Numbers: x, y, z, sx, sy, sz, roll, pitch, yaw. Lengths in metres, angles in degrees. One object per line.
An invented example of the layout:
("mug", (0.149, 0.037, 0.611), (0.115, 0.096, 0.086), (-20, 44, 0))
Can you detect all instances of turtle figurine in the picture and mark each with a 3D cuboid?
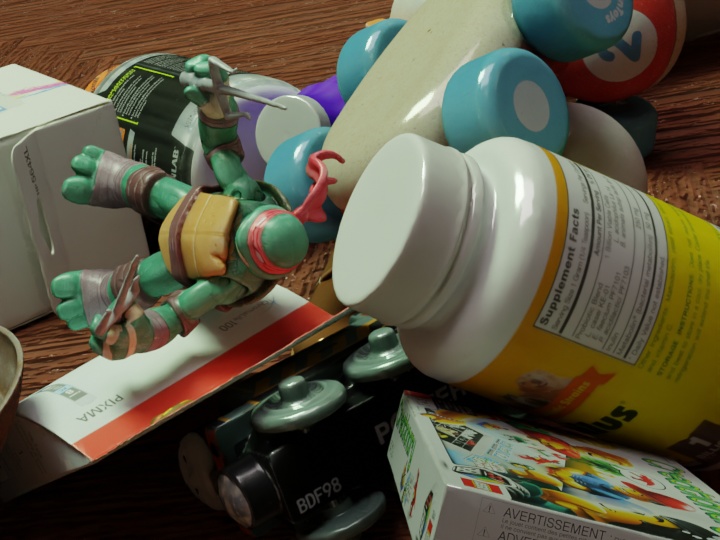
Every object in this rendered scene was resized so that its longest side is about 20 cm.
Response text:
("turtle figurine", (-0.087, -0.018, 0.758), (0.199, 0.100, 0.151), (-3, 63, 54))

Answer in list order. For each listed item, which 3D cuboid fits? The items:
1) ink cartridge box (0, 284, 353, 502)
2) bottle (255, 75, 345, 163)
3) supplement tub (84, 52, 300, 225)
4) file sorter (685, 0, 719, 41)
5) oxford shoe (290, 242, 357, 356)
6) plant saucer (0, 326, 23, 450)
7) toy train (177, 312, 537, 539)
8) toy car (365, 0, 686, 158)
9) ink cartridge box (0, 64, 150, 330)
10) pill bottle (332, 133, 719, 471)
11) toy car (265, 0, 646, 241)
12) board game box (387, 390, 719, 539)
("ink cartridge box", (-0.095, 0.046, 0.767), (0.160, 0.048, 0.200), (-30, 1, -36))
("bottle", (0.000, -0.087, 0.999), (0.065, 0.084, 0.200), (-26, -8, 26))
("supplement tub", (-0.120, -0.088, 1.085), (0.122, 0.124, 0.199), (-26, 28, -28))
("file sorter", (0.201, -0.257, 1.229), (0.198, 0.139, 0.125), (-16, 68, -9))
("oxford shoe", (0.000, 0.000, 0.899), (0.071, 0.072, 0.200), (-2, 27, 17))
("plant saucer", (-0.246, 0.093, 0.719), (0.199, 0.035, 0.201), (-18, 24, 8))
("toy train", (0.005, 0.065, 0.749), (0.199, 0.086, 0.114), (-29, 16, -28))
("toy car", (0.098, -0.164, 1.023), (0.199, 0.186, 0.176), (-21, 34, -36))
("ink cartridge box", (-0.241, -0.052, 1.056), (0.125, 0.130, 0.199), (-25, 28, -27))
("pill bottle", (0.091, 0.011, 0.670), (0.199, 0.110, 0.109), (21, 13, -22))
("toy car", (0.089, -0.048, 0.836), (0.184, 0.200, 0.178), (-17, 35, 50))
("board game box", (0.079, 0.090, 0.571), (0.125, 0.035, 0.200), (15, 3, -4))
